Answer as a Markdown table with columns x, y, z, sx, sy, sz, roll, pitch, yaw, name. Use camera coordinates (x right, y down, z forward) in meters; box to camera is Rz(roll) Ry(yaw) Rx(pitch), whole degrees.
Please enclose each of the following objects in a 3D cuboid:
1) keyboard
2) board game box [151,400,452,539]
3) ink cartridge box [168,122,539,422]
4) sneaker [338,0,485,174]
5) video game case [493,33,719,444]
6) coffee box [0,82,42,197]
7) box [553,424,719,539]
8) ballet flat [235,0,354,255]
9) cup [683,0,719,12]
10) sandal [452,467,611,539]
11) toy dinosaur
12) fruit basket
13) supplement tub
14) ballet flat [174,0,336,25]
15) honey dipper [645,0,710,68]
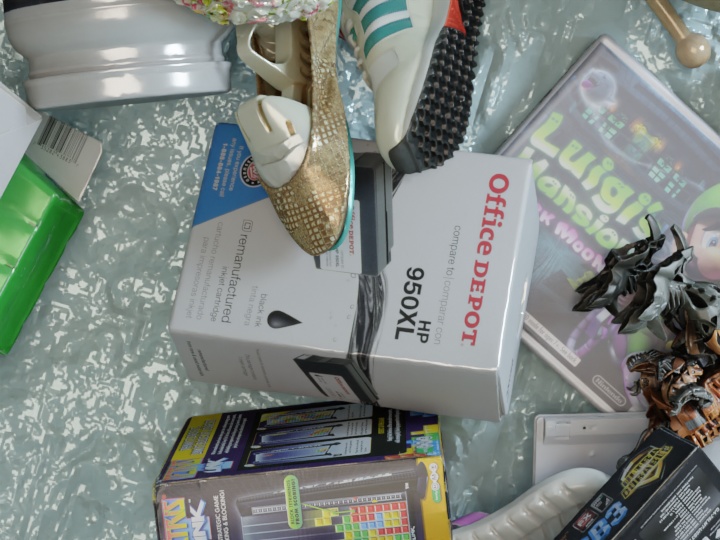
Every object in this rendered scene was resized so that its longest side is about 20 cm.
| x | y | z | sx | sy | sz | roll | pitch | yaw | name |
| --- | --- | --- | --- | --- | --- | --- | --- | --- | --- |
| 0.208 | 0.117 | 1.320 | 0.200 | 0.011 | 0.056 | -1 | 108 | -6 | keyboard |
| -0.030 | 0.124 | 1.245 | 0.165 | 0.200 | 0.057 | -7 | 97 | 3 | board game box |
| 0.000 | 0.000 | 1.256 | 0.200 | 0.084 | 0.145 | 7 | 66 | 9 | ink cartridge box |
| 0.018 | -0.137 | 1.260 | 0.093 | 0.070 | 0.200 | -3 | 54 | 20 | sneaker |
| 0.168 | -0.018 | 1.321 | 0.200 | 0.023 | 0.182 | 42 | 93 | -1 | video game case |
| -0.303 | -0.105 | 1.218 | 0.200 | 0.113 | 0.080 | 19 | 76 | 34 | coffee box |
| 0.177 | 0.231 | 1.251 | 0.200 | 0.050 | 0.199 | -47 | 120 | -9 | box |
| -0.046 | -0.105 | 1.217 | 0.065 | 0.070 | 0.200 | 15 | 59 | -38 | ballet flat |
| 0.232 | -0.236 | 1.237 | 0.200 | 0.200 | 0.143 | 15 | 120 | 0 | cup |
| 0.081 | 0.181 | 1.322 | 0.202 | 0.050 | 0.083 | -26 | 114 | 19 | sandal |
| 0.212 | 0.038 | 1.282 | 0.136 | 0.102 | 0.200 | 33 | 67 | -16 | toy dinosaur |
| -0.282 | -0.039 | 1.308 | 0.200 | 0.094 | 0.185 | 26 | 87 | 20 | fruit basket |
| -0.147 | -0.200 | 1.233 | 0.140 | 0.140 | 0.200 | -6 | 94 | 2 | supplement tub |
| -0.090 | -0.178 | 1.147 | 0.200 | 0.064 | 0.076 | 8 | 94 | -24 | ballet flat |
| 0.158 | -0.210 | 1.302 | 0.038 | 0.038 | 0.200 | -37 | 94 | 3 | honey dipper |
